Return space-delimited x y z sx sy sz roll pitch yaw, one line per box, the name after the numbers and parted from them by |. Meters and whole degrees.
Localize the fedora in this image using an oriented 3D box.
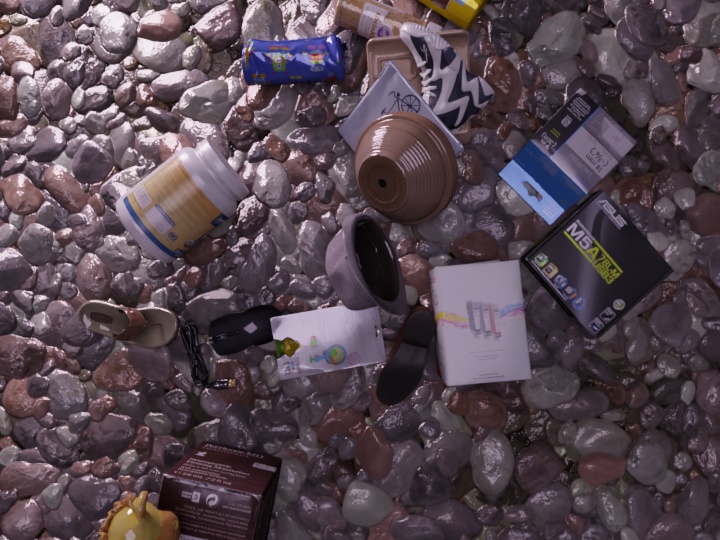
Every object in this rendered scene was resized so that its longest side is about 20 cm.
0.000 0.000 0.984 0.090 0.176 0.202 -25 70 28 | fedora

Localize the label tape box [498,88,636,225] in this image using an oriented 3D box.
0.379 -0.206 1.017 0.144 0.063 0.200 44 89 3 | label tape box

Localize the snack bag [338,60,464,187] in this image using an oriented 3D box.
0.063 -0.236 0.988 0.200 0.021 0.188 50 135 2 | snack bag

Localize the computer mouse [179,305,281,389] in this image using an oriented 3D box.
-0.237 0.147 1.030 0.198 0.046 0.142 -11 86 1 | computer mouse

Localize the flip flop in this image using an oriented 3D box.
-0.437 0.098 1.032 0.198 0.058 0.082 12 88 2 | flip flop

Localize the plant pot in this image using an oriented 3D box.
0.060 -0.164 0.956 0.199 0.093 0.203 19 127 28 | plant pot

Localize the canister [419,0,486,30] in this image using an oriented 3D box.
0.154 -0.562 1.026 0.199 0.087 0.149 32 89 1 | canister

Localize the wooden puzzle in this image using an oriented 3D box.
0.109 -0.328 1.019 0.183 0.046 0.202 -5 114 2 | wooden puzzle

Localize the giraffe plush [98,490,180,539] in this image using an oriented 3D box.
-0.315 0.411 0.785 0.171 0.200 0.163 -21 54 13 | giraffe plush

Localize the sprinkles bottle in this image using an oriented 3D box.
0.051 -0.457 1.033 0.198 0.068 0.069 23 89 3 | sprinkles bottle

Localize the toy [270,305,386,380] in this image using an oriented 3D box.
-0.060 0.126 1.023 0.198 0.047 0.117 -9 94 -10 | toy

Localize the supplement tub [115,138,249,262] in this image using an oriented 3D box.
-0.315 -0.127 0.993 0.199 0.145 0.145 -38 87 0 | supplement tub

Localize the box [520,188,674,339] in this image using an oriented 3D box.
0.433 -0.011 1.017 0.193 0.048 0.200 -40 88 2 | box

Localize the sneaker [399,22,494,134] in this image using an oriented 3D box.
0.120 -0.317 0.954 0.198 0.080 0.130 34 101 -25 | sneaker

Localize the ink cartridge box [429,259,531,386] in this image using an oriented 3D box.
0.203 0.087 0.971 0.143 0.145 0.203 -4 87 2 | ink cartridge box

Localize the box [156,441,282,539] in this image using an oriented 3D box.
-0.242 0.414 0.945 0.164 0.200 0.166 11 88 2 | box

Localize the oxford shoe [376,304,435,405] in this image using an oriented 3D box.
0.086 0.156 1.016 0.071 0.071 0.202 23 105 -3 | oxford shoe

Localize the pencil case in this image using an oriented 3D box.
-0.122 -0.393 1.030 0.198 0.078 0.088 -3 117 1 | pencil case
